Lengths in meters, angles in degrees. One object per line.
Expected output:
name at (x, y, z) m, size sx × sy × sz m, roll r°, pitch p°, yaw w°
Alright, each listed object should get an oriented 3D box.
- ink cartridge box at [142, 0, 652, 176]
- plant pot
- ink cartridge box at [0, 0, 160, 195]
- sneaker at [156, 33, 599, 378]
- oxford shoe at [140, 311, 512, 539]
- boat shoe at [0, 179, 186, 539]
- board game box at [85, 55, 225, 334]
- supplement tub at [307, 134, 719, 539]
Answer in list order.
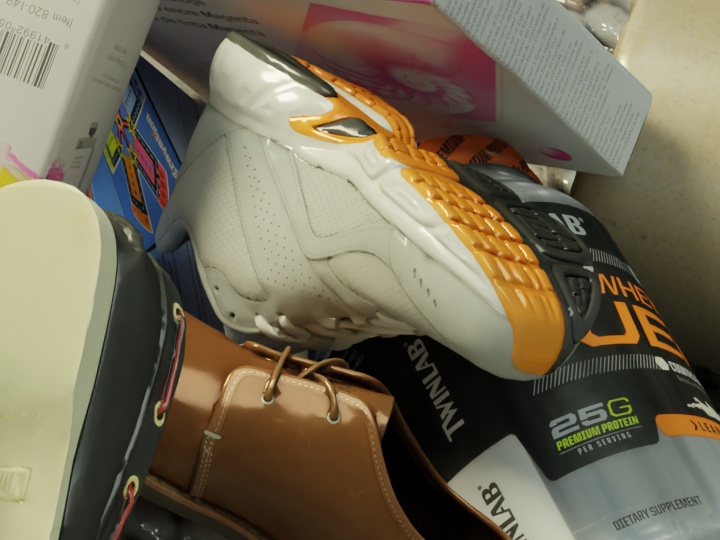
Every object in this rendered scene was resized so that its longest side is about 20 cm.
ink cartridge box at (-0.023, -0.100, 0.899) m, size 0.196 × 0.043 × 0.200 m, roll 11°, pitch -15°, yaw 38°
plant pot at (0.179, -0.027, 0.995) m, size 0.183 × 0.201 × 0.201 m, roll 18°, pitch 40°, yaw 5°
ink cartridge box at (-0.155, -0.034, 0.826) m, size 0.116 × 0.200 × 0.067 m, roll 22°, pitch 1°, yaw 7°
sneaker at (0.000, 0.000, 0.806) m, size 0.076 × 0.092 × 0.200 m, roll 20°, pitch 12°, yaw -36°
oxford shoe at (-0.031, 0.043, 0.762) m, size 0.200 × 0.071 × 0.071 m, roll 40°, pitch 31°, yaw -18°
boat shoe at (-0.099, 0.078, 0.669) m, size 0.074 × 0.063 × 0.202 m, roll 8°, pitch 72°, yaw 29°
board game box at (-0.074, -0.008, 0.904) m, size 0.103 × 0.019 × 0.200 m, roll 41°, pitch 25°, yaw -43°
supplement tub at (0.058, 0.055, 0.872) m, size 0.122 × 0.123 × 0.200 m, roll -3°, pitch 49°, yaw -32°
